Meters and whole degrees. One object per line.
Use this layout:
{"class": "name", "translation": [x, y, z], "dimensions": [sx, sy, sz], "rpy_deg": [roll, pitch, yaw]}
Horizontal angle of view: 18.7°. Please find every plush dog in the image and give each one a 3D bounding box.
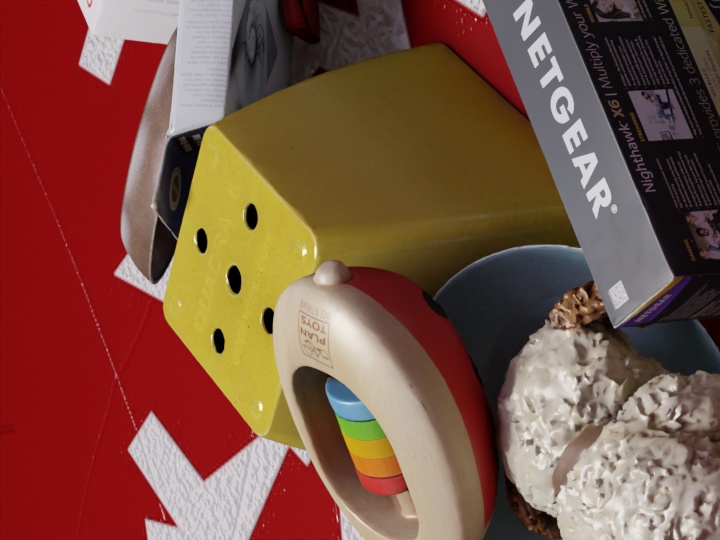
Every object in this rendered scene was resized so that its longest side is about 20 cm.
{"class": "plush dog", "translation": [0.133, 0.100, 1.093], "dimensions": [0.172, 0.160, 0.201], "rpy_deg": [44, 126, 36]}

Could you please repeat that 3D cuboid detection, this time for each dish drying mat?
{"class": "dish drying mat", "translation": [-0.046, -0.252, 1.423], "dimensions": [0.077, 0.018, 0.201], "rpy_deg": [5, -103, -80]}

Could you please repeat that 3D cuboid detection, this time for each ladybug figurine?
{"class": "ladybug figurine", "translation": [0.020, 0.074, 1.155], "dimensions": [0.136, 0.072, 0.201], "rpy_deg": [25, 142, 45]}

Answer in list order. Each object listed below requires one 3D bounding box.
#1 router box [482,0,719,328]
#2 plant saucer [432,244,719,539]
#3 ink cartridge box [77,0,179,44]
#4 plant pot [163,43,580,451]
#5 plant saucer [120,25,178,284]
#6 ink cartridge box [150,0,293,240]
{"class": "router box", "translation": [0.159, -0.076, 1.050], "dimensions": [0.052, 0.157, 0.201], "rpy_deg": [-45, 57, 48]}
{"class": "plant saucer", "translation": [0.120, 0.076, 1.188], "dimensions": [0.200, 0.039, 0.202], "rpy_deg": [11, 114, 25]}
{"class": "ink cartridge box", "translation": [-0.145, -0.278, 1.519], "dimensions": [0.147, 0.083, 0.201], "rpy_deg": [-119, 39, -51]}
{"class": "plant pot", "translation": [0.000, 0.000, 1.279], "dimensions": [0.200, 0.176, 0.201], "rpy_deg": [47, 131, 42]}
{"class": "plant saucer", "translation": [-0.125, -0.091, 1.471], "dimensions": [0.200, 0.032, 0.201], "rpy_deg": [15, -90, -89]}
{"class": "ink cartridge box", "translation": [-0.080, -0.106, 1.366], "dimensions": [0.200, 0.040, 0.201], "rpy_deg": [62, -147, -74]}
